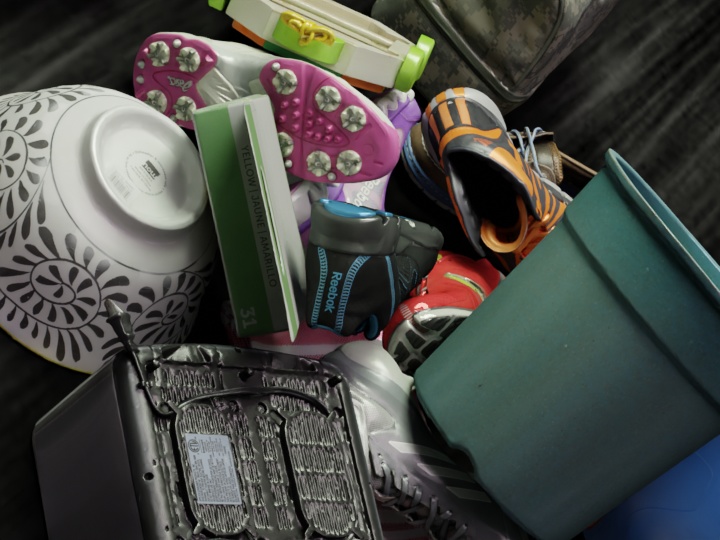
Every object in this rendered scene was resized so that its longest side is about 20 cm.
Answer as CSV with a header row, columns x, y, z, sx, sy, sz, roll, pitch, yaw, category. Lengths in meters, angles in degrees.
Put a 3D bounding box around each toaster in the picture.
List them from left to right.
x,y,z,sx,sy,sz,roll,pitch,yaw,category
-0.089,0.137,1.422,0.180,0.118,0.201,6,61,-41,toaster

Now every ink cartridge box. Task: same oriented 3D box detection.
x,y,z,sx,sy,sz,roll,pitch,yaw,category
-0.068,-0.032,1.461,0.200,0.048,0.147,-55,133,-83,ink cartridge box

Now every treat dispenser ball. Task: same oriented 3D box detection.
x,y,z,sx,sy,sz,roll,pitch,yaw,category
0.251,0.155,1.661,0.200,0.201,0.202,23,51,-31,treat dispenser ball

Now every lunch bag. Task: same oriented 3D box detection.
x,y,z,sx,sy,sz,roll,pitch,yaw,category
0.129,-0.224,1.816,0.140,0.168,0.200,51,41,-4,lunch bag

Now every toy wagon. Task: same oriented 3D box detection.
x,y,z,sx,sy,sz,roll,pitch,yaw,category
-0.031,-0.167,1.653,0.154,0.040,0.200,24,14,2,toy wagon

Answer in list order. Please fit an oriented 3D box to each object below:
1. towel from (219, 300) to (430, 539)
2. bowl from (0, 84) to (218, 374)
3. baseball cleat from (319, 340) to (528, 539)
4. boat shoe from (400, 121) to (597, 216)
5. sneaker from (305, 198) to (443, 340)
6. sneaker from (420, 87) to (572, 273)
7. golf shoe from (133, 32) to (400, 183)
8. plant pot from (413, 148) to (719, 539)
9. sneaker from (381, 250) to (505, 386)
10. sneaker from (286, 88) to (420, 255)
x,y,z,sx,sy,sz,roll,pitch,yaw,category
-0.006,0.106,1.585,0.146,0.030,0.201,-1,65,-44,towel
-0.157,-0.045,1.494,0.200,0.094,0.202,23,50,-30,bowl
0.026,0.142,1.532,0.106,0.070,0.200,-27,74,-45,baseball cleat
0.120,-0.075,1.784,0.199,0.072,0.073,19,52,-34,boat shoe
0.000,0.000,1.523,0.200,0.073,0.082,4,99,-75,sneaker
0.109,-0.030,1.698,0.200,0.077,0.112,47,17,-29,sneaker
-0.053,-0.115,1.597,0.199,0.076,0.091,24,19,21,golf shoe
0.152,0.061,1.532,0.200,0.196,0.200,48,9,-9,plant pot
0.054,0.027,1.651,0.085,0.077,0.200,53,19,13,sneaker
-0.009,-0.053,1.655,0.089,0.080,0.200,54,43,-14,sneaker
